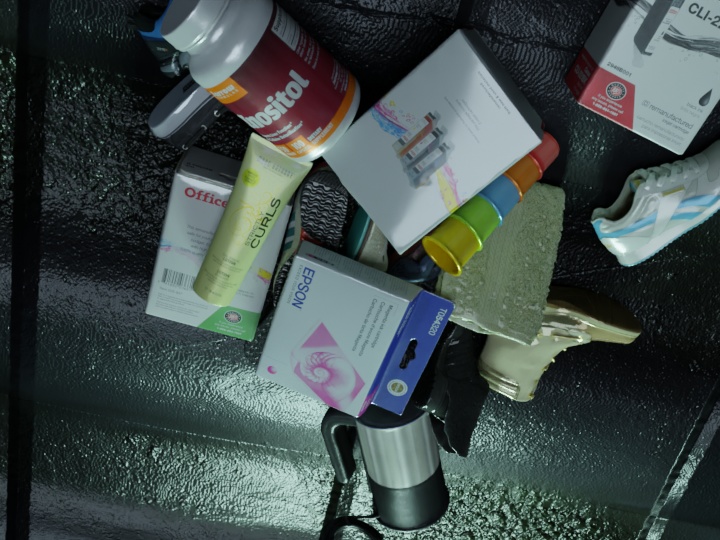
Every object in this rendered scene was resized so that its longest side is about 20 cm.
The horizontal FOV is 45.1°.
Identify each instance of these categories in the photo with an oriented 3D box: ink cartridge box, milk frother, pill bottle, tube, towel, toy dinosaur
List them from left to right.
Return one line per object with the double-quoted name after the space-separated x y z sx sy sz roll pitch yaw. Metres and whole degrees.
-0.174 -0.032 1.079 0.143 0.088 0.203 15 119 -8 "ink cartridge box"
-0.132 -0.054 0.995 0.058 0.052 0.202 5 121 -50 "tube"
-0.102 -0.211 0.889 0.113 0.114 0.199 -40 126 20 "pill bottle"
-0.011 0.084 1.044 0.197 0.044 0.199 22 124 0 "ink cartridge box"
0.025 0.281 1.186 0.177 0.201 0.191 -7 119 9 "milk frother"
0.045 0.013 1.130 0.178 0.105 0.204 -10 86 17 "toy dinosaur"
0.083 -0.146 0.961 0.199 0.145 0.145 -37 96 21 "ink cartridge box"
0.171 -0.022 1.050 0.146 0.036 0.204 16 80 -9 "towel"
0.340 -0.254 0.949 0.142 0.084 0.202 22 117 -10 "ink cartridge box"

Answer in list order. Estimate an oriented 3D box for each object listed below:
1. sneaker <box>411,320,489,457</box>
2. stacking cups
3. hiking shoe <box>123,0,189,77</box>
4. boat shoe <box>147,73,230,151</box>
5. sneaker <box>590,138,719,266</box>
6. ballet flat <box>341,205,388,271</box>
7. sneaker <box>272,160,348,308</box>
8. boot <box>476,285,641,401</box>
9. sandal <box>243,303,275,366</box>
0.130 0.134 1.145 0.103 0.060 0.203 28 74 -30 "sneaker"
0.158 -0.084 1.004 0.200 0.060 0.061 -45 114 -13 "stacking cups"
-0.162 -0.295 0.941 0.198 0.075 0.087 -32 115 17 "hiking shoe"
-0.155 -0.207 0.998 0.199 0.070 0.066 -37 130 16 "boat shoe"
0.372 -0.094 1.044 0.081 0.077 0.200 42 110 -18 "sneaker"
0.000 0.000 1.069 0.061 0.068 0.202 15 118 -19 "ballet flat"
-0.057 -0.040 1.067 0.069 0.094 0.203 14 116 -5 "sneaker"
0.257 0.103 1.154 0.196 0.073 0.158 11 118 -3 "boot"
-0.081 0.046 1.141 0.075 0.048 0.200 42 110 -15 "sandal"
